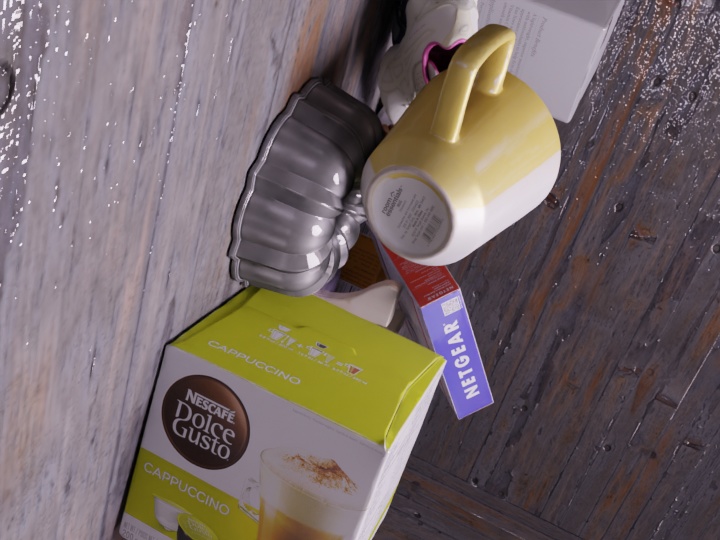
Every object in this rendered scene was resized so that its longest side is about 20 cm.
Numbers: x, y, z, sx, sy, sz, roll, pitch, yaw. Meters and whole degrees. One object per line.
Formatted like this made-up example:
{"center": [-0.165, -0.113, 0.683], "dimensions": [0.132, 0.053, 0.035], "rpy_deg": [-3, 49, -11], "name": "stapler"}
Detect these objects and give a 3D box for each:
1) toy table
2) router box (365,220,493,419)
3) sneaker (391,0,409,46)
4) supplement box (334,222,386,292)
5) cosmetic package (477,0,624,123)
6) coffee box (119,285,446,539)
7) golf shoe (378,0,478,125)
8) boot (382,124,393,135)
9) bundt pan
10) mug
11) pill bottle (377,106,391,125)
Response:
{"center": [-0.029, 0.069, 1.058], "dimensions": [0.200, 0.116, 0.185], "rpy_deg": [-54, 164, -47], "name": "toy table"}
{"center": [0.081, 0.046, 1.092], "dimensions": [0.048, 0.180, 0.201], "rpy_deg": [-25, 133, -4], "name": "router box"}
{"center": [0.053, -0.281, 0.892], "dimensions": [0.082, 0.070, 0.201], "rpy_deg": [-25, 148, -35], "name": "sneaker"}
{"center": [0.000, 0.000, 1.187], "dimensions": [0.202, 0.068, 0.066], "rpy_deg": [-66, 168, 8], "name": "supplement box"}
{"center": [0.247, -0.347, 1.296], "dimensions": [0.166, 0.199, 0.166], "rpy_deg": [-58, 167, -37], "name": "cosmetic package"}
{"center": [-0.064, 0.152, 0.828], "dimensions": [0.200, 0.198, 0.199], "rpy_deg": [-40, 152, -65], "name": "coffee box"}
{"center": [0.064, -0.189, 0.900], "dimensions": [0.201, 0.074, 0.092], "rpy_deg": [109, -23, -58], "name": "golf shoe"}
{"center": [0.059, -0.094, 1.021], "dimensions": [0.107, 0.198, 0.076], "rpy_deg": [127, -34, -48], "name": "boot"}
{"center": [-0.037, -0.064, 0.834], "dimensions": [0.203, 0.075, 0.202], "rpy_deg": [-61, 168, -22], "name": "bundt pan"}
{"center": [0.070, -0.097, 0.789], "dimensions": [0.153, 0.148, 0.188], "rpy_deg": [-43, 121, -47], "name": "mug"}
{"center": [0.104, -0.204, 1.125], "dimensions": [0.200, 0.113, 0.115], "rpy_deg": [-56, 166, -43], "name": "pill bottle"}
